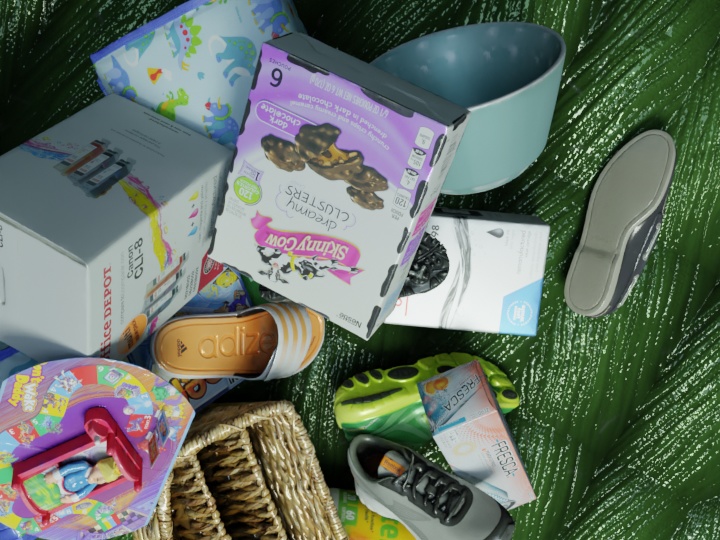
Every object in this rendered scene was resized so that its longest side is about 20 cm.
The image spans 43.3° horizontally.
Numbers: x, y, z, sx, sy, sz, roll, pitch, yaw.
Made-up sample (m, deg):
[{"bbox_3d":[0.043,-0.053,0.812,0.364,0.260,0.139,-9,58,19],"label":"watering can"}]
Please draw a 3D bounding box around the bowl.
[{"bbox_3d":[0.099,-0.146,0.852,0.198,0.202,0.106,-16,122,3],"label":"bowl"}]

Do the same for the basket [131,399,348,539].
[{"bbox_3d":[-0.120,0.240,0.860,0.148,0.142,0.203,-10,103,41],"label":"basket"}]

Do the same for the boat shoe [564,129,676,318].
[{"bbox_3d":[0.274,-0.045,0.939,0.062,0.072,0.202,16,99,-48],"label":"boat shoe"}]

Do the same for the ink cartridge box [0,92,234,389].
[{"bbox_3d":[-0.226,-0.031,0.786,0.143,0.200,0.147,27,132,15],"label":"ink cartridge box"}]

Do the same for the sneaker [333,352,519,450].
[{"bbox_3d":[0.070,0.142,0.970,0.197,0.075,0.084,-5,132,-4],"label":"sneaker"}]

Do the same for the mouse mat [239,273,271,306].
[{"bbox_3d":[-0.173,0.018,0.963,0.197,0.008,0.163,-11,102,2],"label":"mouse mat"}]

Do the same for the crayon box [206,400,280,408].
[{"bbox_3d":[-0.133,0.231,0.987,0.124,0.052,0.203,-2,103,0],"label":"crayon box"}]

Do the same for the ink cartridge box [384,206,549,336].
[{"bbox_3d":[0.085,-0.003,0.930,0.197,0.067,0.118,4,103,-1],"label":"ink cartridge box"}]

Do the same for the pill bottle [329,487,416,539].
[{"bbox_3d":[0.052,0.303,0.974,0.197,0.111,0.113,9,102,-3],"label":"pill bottle"}]

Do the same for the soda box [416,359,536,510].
[{"bbox_3d":[0.120,0.176,0.918,0.068,0.064,0.201,-22,137,6],"label":"soda box"}]

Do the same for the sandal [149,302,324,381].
[{"bbox_3d":[-0.105,0.075,0.895,0.205,0.059,0.080,-5,92,-42],"label":"sandal"}]

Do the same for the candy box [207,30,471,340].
[{"bbox_3d":[-0.023,-0.070,0.765,0.166,0.072,0.202,26,117,11],"label":"candy box"}]

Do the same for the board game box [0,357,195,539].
[{"bbox_3d":[-0.230,0.164,0.747,0.156,0.039,0.202,16,115,-23],"label":"board game box"}]

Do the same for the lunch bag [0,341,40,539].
[{"bbox_3d":[-0.310,0.142,0.875,0.126,0.200,0.172,-16,102,20],"label":"lunch bag"}]

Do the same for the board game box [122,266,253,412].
[{"bbox_3d":[-0.186,0.074,0.888,0.034,0.199,0.137,-8,109,46],"label":"board game box"}]

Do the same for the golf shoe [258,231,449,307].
[{"bbox_3d":[0.000,0.000,0.885,0.197,0.094,0.079,-1,74,25],"label":"golf shoe"}]

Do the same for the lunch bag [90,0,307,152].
[{"bbox_3d":[-0.135,-0.167,0.862,0.198,0.128,0.172,-23,102,8],"label":"lunch bag"}]

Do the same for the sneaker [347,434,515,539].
[{"bbox_3d":[0.060,0.220,0.884,0.074,0.199,0.080,-50,135,-25],"label":"sneaker"}]
